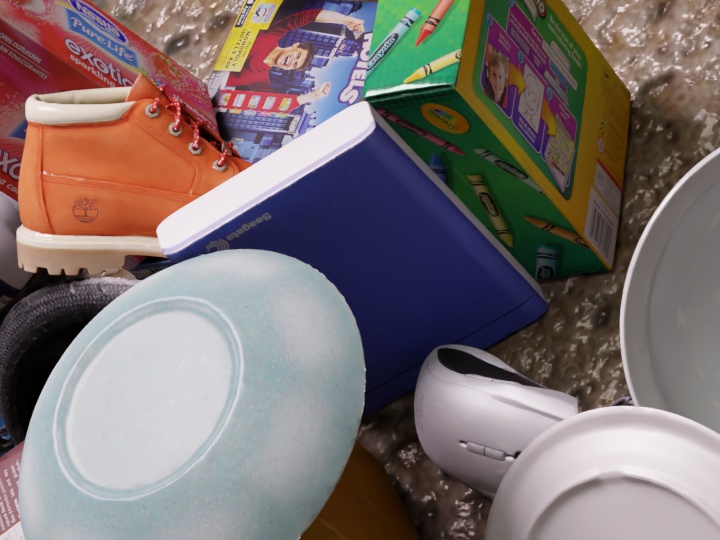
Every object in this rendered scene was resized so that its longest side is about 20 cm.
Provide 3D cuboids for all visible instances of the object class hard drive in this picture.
[{"bbox_3d":[0.000,0.000,1.277,0.132,0.200,0.025,-30,49,15],"label":"hard drive"}]

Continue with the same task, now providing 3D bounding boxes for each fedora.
[{"bbox_3d":[-0.110,0.063,1.366,0.200,0.201,0.092,-8,27,30],"label":"fedora"}]

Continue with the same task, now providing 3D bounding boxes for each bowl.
[{"bbox_3d":[0.225,0.022,1.159,0.201,0.090,0.201,0,95,4],"label":"bowl"}]

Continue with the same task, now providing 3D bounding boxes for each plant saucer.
[{"bbox_3d":[-0.093,0.069,1.137,0.201,0.039,0.201,-17,52,24],"label":"plant saucer"}]

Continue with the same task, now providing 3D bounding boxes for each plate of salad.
[{"bbox_3d":[0.145,0.161,1.136,0.200,0.048,0.200,9,105,37],"label":"plate of salad"}]

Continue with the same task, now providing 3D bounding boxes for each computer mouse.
[{"bbox_3d":[0.087,0.097,1.239,0.200,0.044,0.110,21,117,46],"label":"computer mouse"}]

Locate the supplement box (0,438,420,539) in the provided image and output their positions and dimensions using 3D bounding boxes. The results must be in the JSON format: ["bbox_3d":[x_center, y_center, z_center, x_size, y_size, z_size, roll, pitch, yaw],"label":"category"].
[{"bbox_3d":[-0.089,0.165,1.233,0.200,0.197,0.133,-36,48,9],"label":"supplement box"}]

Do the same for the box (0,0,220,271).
[{"bbox_3d":[-0.183,-0.102,1.385,0.095,0.200,0.100,-42,35,19],"label":"box"}]

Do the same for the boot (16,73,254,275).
[{"bbox_3d":[-0.093,-0.056,1.316,0.200,0.107,0.075,-2,12,-5],"label":"boot"}]

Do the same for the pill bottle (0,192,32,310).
[{"bbox_3d":[-0.282,-0.009,1.529,0.200,0.120,0.120,-46,47,1],"label":"pill bottle"}]

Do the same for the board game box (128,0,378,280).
[{"bbox_3d":[-0.017,-0.064,1.424,0.200,0.062,0.200,9,67,37],"label":"board game box"}]

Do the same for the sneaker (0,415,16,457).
[{"bbox_3d":[-0.246,0.087,1.423,0.079,0.089,0.200,-43,86,3],"label":"sneaker"}]

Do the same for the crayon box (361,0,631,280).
[{"bbox_3d":[0.079,-0.094,1.284,0.058,0.200,0.119,-7,58,30],"label":"crayon box"}]
